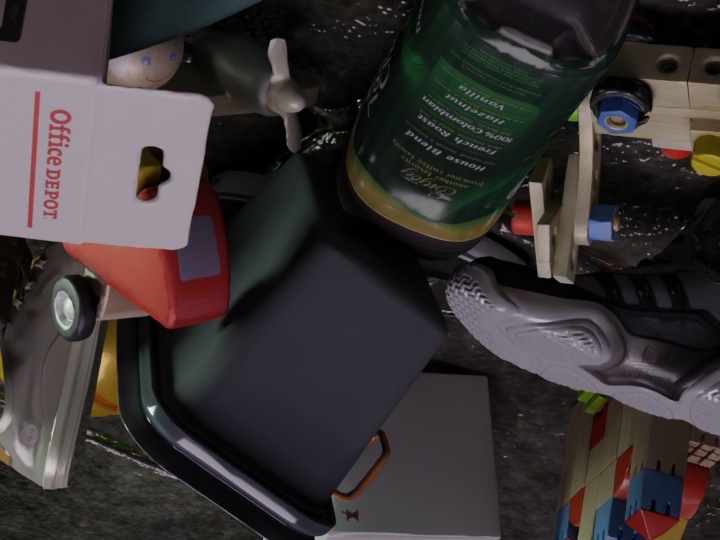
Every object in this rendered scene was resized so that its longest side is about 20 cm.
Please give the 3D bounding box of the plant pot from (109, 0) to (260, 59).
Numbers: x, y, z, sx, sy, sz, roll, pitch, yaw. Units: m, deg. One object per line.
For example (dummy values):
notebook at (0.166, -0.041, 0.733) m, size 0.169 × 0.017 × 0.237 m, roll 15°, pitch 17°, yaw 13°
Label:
plant pot at (-0.133, -0.168, 0.791) m, size 0.200 × 0.142 × 0.141 m, roll -1°, pitch 149°, yaw 12°

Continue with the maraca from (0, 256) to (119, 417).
maraca at (-0.131, 0.029, 1.169) m, size 0.200 × 0.107 × 0.137 m, roll -11°, pitch 169°, yaw -7°

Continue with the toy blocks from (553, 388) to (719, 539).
toy blocks at (0.170, 0.124, 1.185) m, size 0.100 × 0.137 × 0.200 m, roll 17°, pitch 151°, yaw -9°

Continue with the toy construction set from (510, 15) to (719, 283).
toy construction set at (0.168, -0.056, 0.930) m, size 0.200 × 0.092 × 0.131 m, roll -7°, pitch 148°, yaw 10°

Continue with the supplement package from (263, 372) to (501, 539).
supplement package at (0.009, 0.159, 1.305) m, size 0.117 × 0.117 × 0.200 m, roll 4°, pitch 153°, yaw -13°

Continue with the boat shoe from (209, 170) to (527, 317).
boat shoe at (0.000, 0.000, 1.111) m, size 0.200 × 0.057 × 0.069 m, roll 16°, pitch 150°, yaw -7°

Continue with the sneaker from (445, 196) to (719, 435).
sneaker at (0.149, 0.009, 1.018) m, size 0.200 × 0.114 × 0.075 m, roll 20°, pitch 160°, yaw -3°

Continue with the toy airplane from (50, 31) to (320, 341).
toy airplane at (-0.125, -0.081, 0.914) m, size 0.199 × 0.200 × 0.141 m, roll 27°, pitch 132°, yaw -5°

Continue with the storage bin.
storage bin at (-0.028, 0.036, 0.995) m, size 0.145 × 0.200 × 0.134 m, roll 37°, pitch 102°, yaw -17°

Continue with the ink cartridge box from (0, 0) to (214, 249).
ink cartridge box at (-0.159, -0.073, 0.757) m, size 0.200 × 0.068 × 0.116 m, roll 7°, pitch 149°, yaw -8°

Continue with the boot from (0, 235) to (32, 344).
boot at (-0.224, -0.005, 1.064) m, size 0.069 × 0.174 × 0.200 m, roll 24°, pitch 148°, yaw -21°

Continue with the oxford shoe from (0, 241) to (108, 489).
oxford shoe at (-0.165, 0.018, 1.063) m, size 0.058 × 0.200 × 0.075 m, roll 12°, pitch 171°, yaw 0°

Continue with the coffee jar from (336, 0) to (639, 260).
coffee jar at (0.054, -0.088, 0.891) m, size 0.085 × 0.104 × 0.200 m, roll 24°, pitch 149°, yaw -5°
